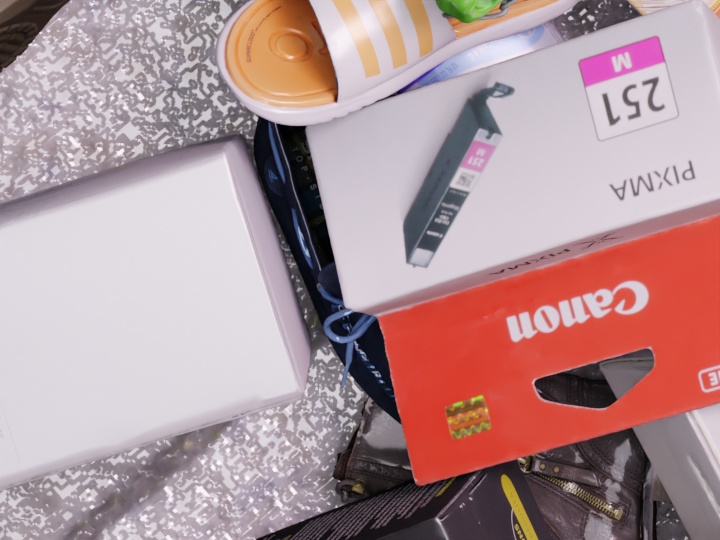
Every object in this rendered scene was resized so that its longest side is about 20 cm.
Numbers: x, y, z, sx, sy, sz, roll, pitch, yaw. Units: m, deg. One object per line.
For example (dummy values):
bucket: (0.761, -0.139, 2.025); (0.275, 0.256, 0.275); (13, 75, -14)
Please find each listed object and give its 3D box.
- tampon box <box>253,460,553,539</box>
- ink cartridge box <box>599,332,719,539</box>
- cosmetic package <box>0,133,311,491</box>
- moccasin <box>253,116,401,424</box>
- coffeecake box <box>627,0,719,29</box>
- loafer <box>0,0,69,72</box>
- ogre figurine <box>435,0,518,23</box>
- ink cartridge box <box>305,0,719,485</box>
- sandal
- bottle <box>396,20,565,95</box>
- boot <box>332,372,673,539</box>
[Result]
tampon box: (0.001, 0.197, 1.353); (0.199, 0.126, 0.150); (-22, 95, 23)
ink cartridge box: (0.237, 0.056, 1.361); (0.200, 0.083, 0.147); (-31, 98, -17)
cosmetic package: (-0.134, 0.022, 1.332); (0.199, 0.199, 0.123); (-16, 95, 1)
moccasin: (0.000, 0.000, 1.373); (0.080, 0.068, 0.200); (-35, 77, -4)
coffeecake box: (0.186, -0.180, 1.326); (0.154, 0.073, 0.200); (-46, 76, 15)
loafer: (-0.183, -0.145, 1.375); (0.200, 0.076, 0.068); (-34, 81, 17)
ogre figurine: (0.075, -0.211, 1.259); (0.119, 0.098, 0.201); (-6, 51, -5)
ink cartridge box: (0.088, -0.010, 1.289); (0.199, 0.044, 0.174); (-17, 77, 17)
sandal: (0.023, -0.136, 1.314); (0.206, 0.059, 0.079); (-25, 60, -26)
bottle: (0.096, -0.052, 1.394); (0.083, 0.065, 0.200); (-37, 94, -2)
boot: (0.071, 0.122, 1.416); (0.173, 0.069, 0.201); (12, 90, 4)
